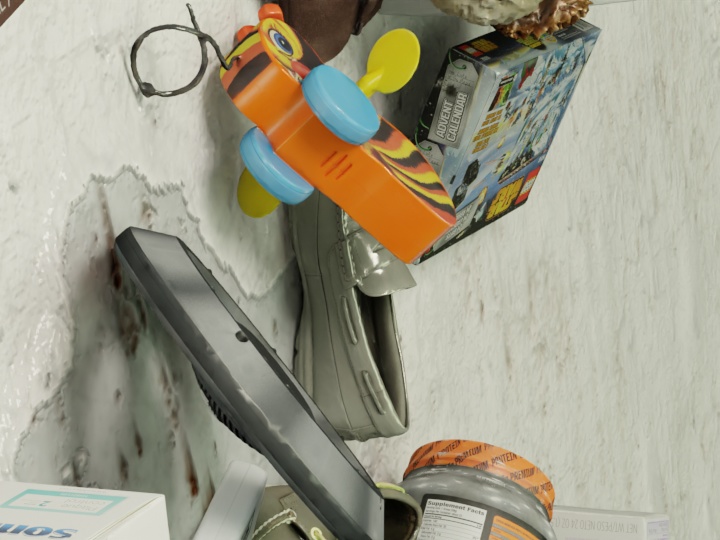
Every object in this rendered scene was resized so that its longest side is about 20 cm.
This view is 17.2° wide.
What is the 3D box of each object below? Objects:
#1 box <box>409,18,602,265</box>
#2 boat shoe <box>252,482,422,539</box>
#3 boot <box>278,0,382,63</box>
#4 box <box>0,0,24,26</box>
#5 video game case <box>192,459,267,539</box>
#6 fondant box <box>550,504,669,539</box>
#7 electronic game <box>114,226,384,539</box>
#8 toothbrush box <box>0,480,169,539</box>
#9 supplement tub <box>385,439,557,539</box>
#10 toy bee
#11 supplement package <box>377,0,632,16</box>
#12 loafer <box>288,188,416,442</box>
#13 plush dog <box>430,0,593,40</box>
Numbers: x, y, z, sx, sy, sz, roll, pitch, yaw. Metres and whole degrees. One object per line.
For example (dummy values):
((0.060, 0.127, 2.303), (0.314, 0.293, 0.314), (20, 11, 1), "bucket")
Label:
((0.083, -0.090, 1.533), (0.200, 0.040, 0.137), (-28, 144, -63), "box")
((-0.028, 0.154, 1.342), (0.202, 0.060, 0.072), (-14, 105, -65), "boat shoe")
((0.003, -0.227, 1.349), (0.200, 0.072, 0.167), (-48, 150, -39), "boot")
((-0.189, -0.190, 0.937), (0.100, 0.075, 0.200), (-59, 142, -47), "box")
((-0.100, 0.217, 1.141), (0.182, 0.023, 0.200), (105, 7, -48), "video game case")
((0.126, 0.258, 1.596), (0.058, 0.144, 0.200), (5, 87, -67), "fondant box")
((-0.054, 0.059, 1.163), (0.042, 0.200, 0.200), (-38, 146, 0), "electronic game")
((-0.151, 0.191, 0.964), (0.085, 0.146, 0.200), (-35, 123, -60), "toothbrush box")
((0.051, 0.211, 1.449), (0.123, 0.122, 0.200), (63, 37, -48), "supplement tub")
((-0.028, -0.096, 1.268), (0.109, 0.131, 0.200), (-97, 160, -53), "toy bee")
((0.097, -0.223, 1.532), (0.200, 0.109, 0.114), (-17, 107, -65), "supplement package")
((0.000, 0.000, 1.379), (0.070, 0.070, 0.200), (-25, 115, -63), "loafer")
((0.093, -0.219, 1.351), (0.200, 0.160, 0.172), (27, 99, -51), "plush dog")
